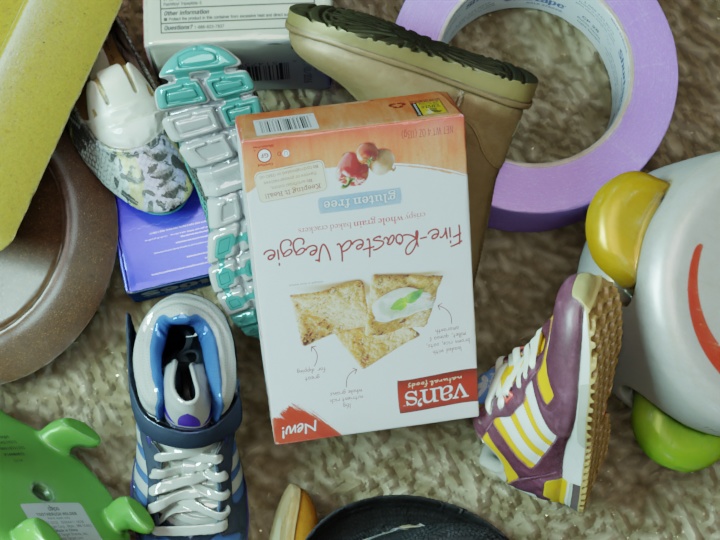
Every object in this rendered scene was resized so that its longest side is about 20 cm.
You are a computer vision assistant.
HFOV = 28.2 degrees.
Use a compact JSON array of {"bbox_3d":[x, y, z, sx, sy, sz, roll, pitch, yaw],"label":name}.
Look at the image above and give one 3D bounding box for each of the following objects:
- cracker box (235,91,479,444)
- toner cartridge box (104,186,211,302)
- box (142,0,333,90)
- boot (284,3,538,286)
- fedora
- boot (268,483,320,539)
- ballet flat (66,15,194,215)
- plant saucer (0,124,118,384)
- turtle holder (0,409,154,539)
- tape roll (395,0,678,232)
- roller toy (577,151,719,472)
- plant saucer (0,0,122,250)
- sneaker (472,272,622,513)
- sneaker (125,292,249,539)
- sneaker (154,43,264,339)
[{"bbox_3d":[0.000,0.000,0.881,0.132,0.058,0.202,-8,113,-6],"label":"cracker box"},{"bbox_3d":[-0.071,-0.048,0.991,0.198,0.043,0.096,-12,81,-3],"label":"toner cartridge box"},{"bbox_3d":[-0.084,-0.234,0.991,0.126,0.109,0.202,-2,79,-1],"label":"box"},{"bbox_3d":[0.009,-0.053,0.924,0.174,0.066,0.202,19,109,-2],"label":"boot"},{"bbox_3d":[0.057,0.214,0.882,0.199,0.092,0.202,14,58,-23],"label":"fedora"},{"bbox_3d":[0.007,0.245,0.937,0.142,0.071,0.203,6,72,-12],"label":"boot"},{"bbox_3d":[-0.173,-0.126,0.962,0.072,0.072,0.201,-29,64,-6],"label":"ballet flat"},{"bbox_3d":[-0.262,-0.023,0.966,0.198,0.034,0.203,-2,80,13],"label":"plant saucer"},{"bbox_3d":[-0.238,0.162,0.902,0.185,0.141,0.132,38,108,3],"label":"turtle holder"},{"bbox_3d":[0.117,-0.131,1.000,0.198,0.066,0.202,0,80,-1],"label":"tape roll"},{"bbox_3d":[0.242,0.013,0.920,0.181,0.140,0.202,-24,93,-15],"label":"roller toy"},{"bbox_3d":[-0.274,-0.123,0.940,0.198,0.048,0.202,11,72,33],"label":"plant saucer"},{"bbox_3d":[0.110,0.076,0.900,0.089,0.201,0.075,15,46,18],"label":"sneaker"},{"bbox_3d":[-0.113,0.115,0.908,0.080,0.147,0.202,0,79,-1],"label":"sneaker"},{"bbox_3d":[-0.075,-0.055,0.932,0.077,0.091,0.202,-14,108,-1],"label":"sneaker"}]
